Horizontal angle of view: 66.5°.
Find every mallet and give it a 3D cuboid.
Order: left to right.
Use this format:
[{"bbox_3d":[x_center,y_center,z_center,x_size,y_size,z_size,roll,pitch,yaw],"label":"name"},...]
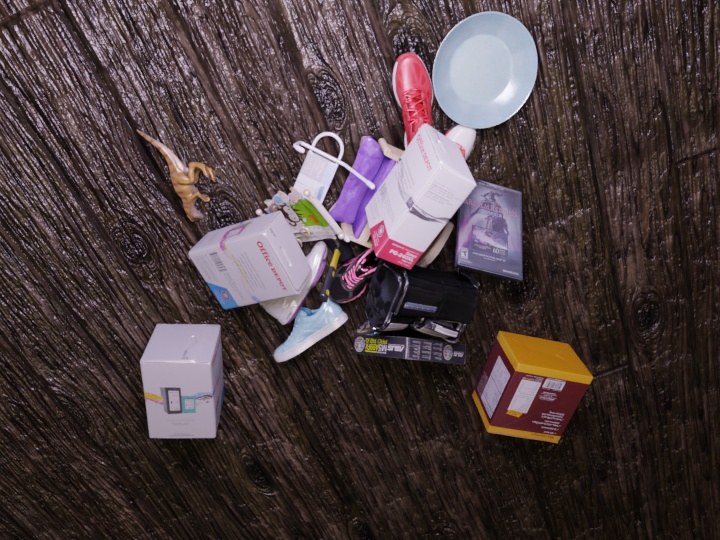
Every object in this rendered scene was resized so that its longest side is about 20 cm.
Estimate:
[{"bbox_3d":[-0.059,-0.015,1.085,0.041,0.201,0.066,-19,113,21],"label":"mallet"}]

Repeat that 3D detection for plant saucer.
[{"bbox_3d":[0.227,-0.371,1.023,0.197,0.039,0.204,-3,116,-5],"label":"plant saucer"}]

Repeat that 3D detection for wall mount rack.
[{"bbox_3d":[-0.070,-0.156,1.067,0.172,0.075,0.202,25,113,-3],"label":"wall mount rack"}]

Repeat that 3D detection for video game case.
[{"bbox_3d":[0.259,-0.086,1.101,0.141,0.203,0.019,13,157,-13],"label":"video game case"}]

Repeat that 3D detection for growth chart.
[{"bbox_3d":[-0.121,-0.097,1.060,0.199,0.018,0.145,-7,136,49],"label":"growth chart"}]

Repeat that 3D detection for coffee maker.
[{"bbox_3d":[0.126,0.036,1.097,0.198,0.134,0.195,13,86,-33],"label":"coffee maker"}]

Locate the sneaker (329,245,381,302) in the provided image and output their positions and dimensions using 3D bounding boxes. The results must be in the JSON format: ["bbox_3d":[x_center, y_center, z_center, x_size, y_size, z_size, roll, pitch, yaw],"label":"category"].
[{"bbox_3d":[0.000,0.000,1.138,0.199,0.095,0.079,-39,83,19],"label":"sneaker"}]

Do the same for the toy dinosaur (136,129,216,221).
[{"bbox_3d":[-0.339,-0.182,1.044,0.105,0.061,0.202,-17,117,4],"label":"toy dinosaur"}]

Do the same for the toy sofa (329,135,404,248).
[{"bbox_3d":[0.015,-0.155,1.084,0.096,0.083,0.202,20,113,-17],"label":"toy sofa"}]

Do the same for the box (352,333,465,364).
[{"bbox_3d":[0.105,0.169,1.179,0.198,0.159,0.045,13,80,-43],"label":"box"}]

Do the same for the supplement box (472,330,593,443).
[{"bbox_3d":[0.405,0.280,1.318,0.194,0.133,0.202,11,115,-12],"label":"supplement box"}]

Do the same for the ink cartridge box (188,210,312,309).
[{"bbox_3d":[-0.215,-0.017,1.085,0.197,0.085,0.146,-11,120,30],"label":"ink cartridge box"}]

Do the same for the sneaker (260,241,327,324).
[{"bbox_3d":[-0.143,0.016,1.158,0.099,0.075,0.201,33,102,-3],"label":"sneaker"}]

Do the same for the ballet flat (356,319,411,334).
[{"bbox_3d":[0.086,0.105,1.241,0.197,0.072,0.073,-6,118,-3],"label":"ballet flat"}]

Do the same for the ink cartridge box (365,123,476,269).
[{"bbox_3d":[0.099,-0.128,0.960,0.082,0.146,0.201,21,125,-24],"label":"ink cartridge box"}]

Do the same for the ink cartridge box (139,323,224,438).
[{"bbox_3d":[-0.383,0.239,1.203,0.143,0.147,0.203,2,116,-6],"label":"ink cartridge box"}]

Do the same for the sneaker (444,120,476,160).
[{"bbox_3d":[0.168,-0.191,1.068,0.067,0.108,0.202,31,110,-20],"label":"sneaker"}]

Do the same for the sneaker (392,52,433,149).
[{"bbox_3d":[0.111,-0.289,1.007,0.077,0.116,0.202,-16,118,2],"label":"sneaker"}]

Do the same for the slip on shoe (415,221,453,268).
[{"bbox_3d":[0.117,-0.034,1.168,0.060,0.076,0.201,38,112,-4],"label":"slip on shoe"}]

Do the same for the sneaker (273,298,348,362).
[{"bbox_3d":[-0.125,0.127,1.228,0.199,0.074,0.082,-34,92,12],"label":"sneaker"}]
